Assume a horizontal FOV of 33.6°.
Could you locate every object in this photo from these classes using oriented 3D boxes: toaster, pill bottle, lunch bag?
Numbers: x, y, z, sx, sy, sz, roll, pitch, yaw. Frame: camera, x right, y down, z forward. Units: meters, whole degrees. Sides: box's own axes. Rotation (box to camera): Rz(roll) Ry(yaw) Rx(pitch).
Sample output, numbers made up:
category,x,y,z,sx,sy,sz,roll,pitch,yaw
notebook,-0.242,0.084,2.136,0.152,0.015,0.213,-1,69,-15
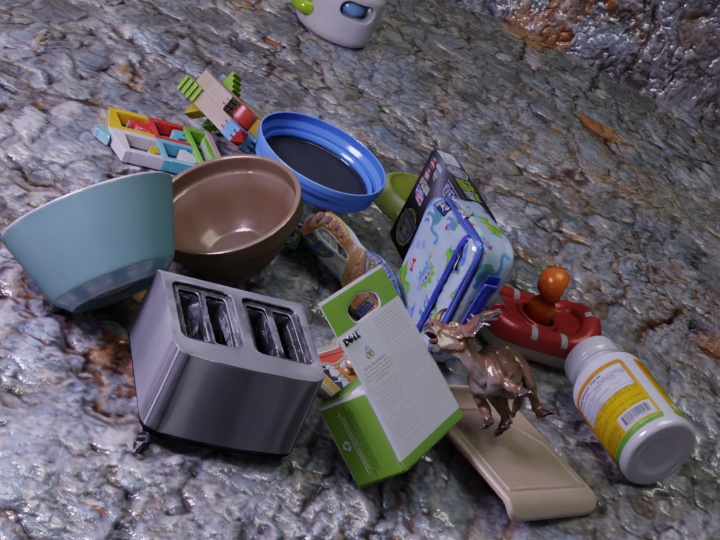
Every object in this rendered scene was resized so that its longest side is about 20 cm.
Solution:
category,x,y,z,sx,sy,sz,roll,pitch,yaw
toaster,-0.149,0.103,1.275,0.179,0.120,0.201,14,29,-24
pill bottle,0.359,0.183,1.625,0.110,0.112,0.201,11,30,-30
lunch bag,0.119,0.014,1.601,0.081,0.202,0.161,10,31,-29

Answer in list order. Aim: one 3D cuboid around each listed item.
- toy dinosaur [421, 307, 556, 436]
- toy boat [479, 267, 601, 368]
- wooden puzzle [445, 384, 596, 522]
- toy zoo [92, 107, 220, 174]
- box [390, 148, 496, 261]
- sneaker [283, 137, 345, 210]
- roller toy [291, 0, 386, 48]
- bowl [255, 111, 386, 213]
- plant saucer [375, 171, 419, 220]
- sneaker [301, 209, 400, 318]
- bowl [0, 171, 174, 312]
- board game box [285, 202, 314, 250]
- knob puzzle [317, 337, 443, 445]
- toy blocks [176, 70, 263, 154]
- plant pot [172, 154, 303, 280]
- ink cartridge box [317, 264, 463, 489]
category,x,y,z,sx,sy,sz,roll,pitch,yaw
toy dinosaur,0.163,0.114,1.423,0.200,0.085,0.137,31,35,-57
toy boat,0.269,0.055,1.752,0.197,0.132,0.131,16,28,-22
wooden puzzle,0.178,0.224,1.458,0.184,0.037,0.201,8,36,-47
toy zoo,-0.301,-0.188,1.774,0.198,0.021,0.132,12,30,-30
box,0.121,-0.065,1.796,0.044,0.161,0.201,15,29,-26
sneaker,-0.077,-0.166,1.820,0.114,0.076,0.200,30,24,0
roller toy,-0.039,-0.593,2.634,0.181,0.141,0.200,32,25,8
bowl,-0.060,-0.154,1.705,0.198,0.040,0.202,22,30,-14
plant saucer,0.110,-0.113,2.024,0.198,0.031,0.201,22,27,-12
sneaker,0.000,0.000,1.660,0.201,0.075,0.088,55,5,19
bowl,-0.285,-0.023,1.324,0.200,0.199,0.106,-16,82,-55
board game box,-0.135,-0.103,1.751,0.133,0.029,0.200,26,21,-3
knob puzzle,0.035,0.141,1.484,0.217,0.031,0.220,22,26,-11
toy blocks,-0.181,-0.226,1.859,0.137,0.100,0.200,45,6,29
plant pot,-0.165,-0.053,1.531,0.198,0.094,0.202,-7,40,6
ink cartridge box,0.014,0.115,1.334,0.147,0.075,0.202,-31,93,-54
